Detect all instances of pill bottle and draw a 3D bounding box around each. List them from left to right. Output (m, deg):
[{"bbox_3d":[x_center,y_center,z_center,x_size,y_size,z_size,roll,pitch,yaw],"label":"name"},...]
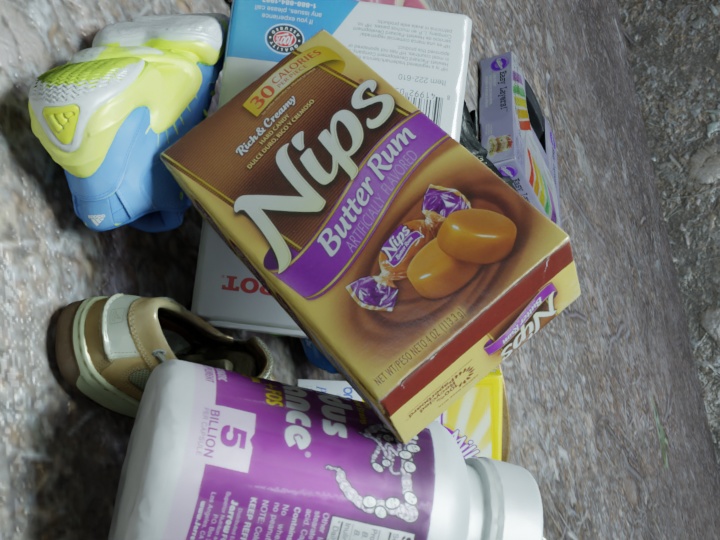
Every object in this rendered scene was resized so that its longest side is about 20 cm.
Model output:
[{"bbox_3d":[-0.016,0.118,0.563,0.199,0.112,0.113,15,52,-15],"label":"pill bottle"}]

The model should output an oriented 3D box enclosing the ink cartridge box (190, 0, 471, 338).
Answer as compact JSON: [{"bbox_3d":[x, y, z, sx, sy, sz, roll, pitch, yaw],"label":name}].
[{"bbox_3d":[-0.017,-0.056,0.695,0.085,0.144,0.201,111,-14,-83],"label":"ink cartridge box"}]

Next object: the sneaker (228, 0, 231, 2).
[{"bbox_3d":[-0.036,-0.181,0.885,0.078,0.082,0.201,-78,147,-50],"label":"sneaker"}]

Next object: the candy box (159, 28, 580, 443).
[{"bbox_3d":[-0.001,-0.025,0.574,0.200,0.117,0.057,45,-10,35],"label":"candy box"}]

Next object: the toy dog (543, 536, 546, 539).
[{"bbox_3d":[0.047,0.168,0.848,0.200,0.096,0.132,55,-10,1],"label":"toy dog"}]

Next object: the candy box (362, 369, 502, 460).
[{"bbox_3d":[0.045,0.167,0.777,0.026,0.102,0.201,-108,-163,-85],"label":"candy box"}]

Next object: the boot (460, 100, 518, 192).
[{"bbox_3d":[0.051,-0.081,0.962,0.079,0.211,0.158,-22,74,-28],"label":"boot"}]

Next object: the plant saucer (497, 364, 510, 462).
[{"bbox_3d":[0.089,0.106,1.064,0.200,0.035,0.201,46,36,-49],"label":"plant saucer"}]

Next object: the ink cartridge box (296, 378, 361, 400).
[{"bbox_3d":[-0.020,0.170,0.672,0.201,0.044,0.094,-92,-173,-47],"label":"ink cartridge box"}]

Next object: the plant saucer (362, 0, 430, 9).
[{"bbox_3d":[0.046,-0.205,1.133,0.201,0.051,0.202,47,35,-49],"label":"plant saucer"}]

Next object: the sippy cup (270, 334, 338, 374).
[{"bbox_3d":[0.000,0.000,0.815,0.140,0.177,0.131,-150,-130,-71],"label":"sippy cup"}]

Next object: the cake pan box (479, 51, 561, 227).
[{"bbox_3d":[0.209,-0.157,1.483,0.184,0.052,0.201,55,30,-44],"label":"cake pan box"}]

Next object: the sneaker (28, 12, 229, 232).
[{"bbox_3d":[-0.125,-0.085,0.660,0.200,0.075,0.106,-53,141,-59],"label":"sneaker"}]

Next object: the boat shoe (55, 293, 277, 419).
[{"bbox_3d":[-0.081,0.064,0.641,0.200,0.076,0.072,35,44,-59],"label":"boat shoe"}]
